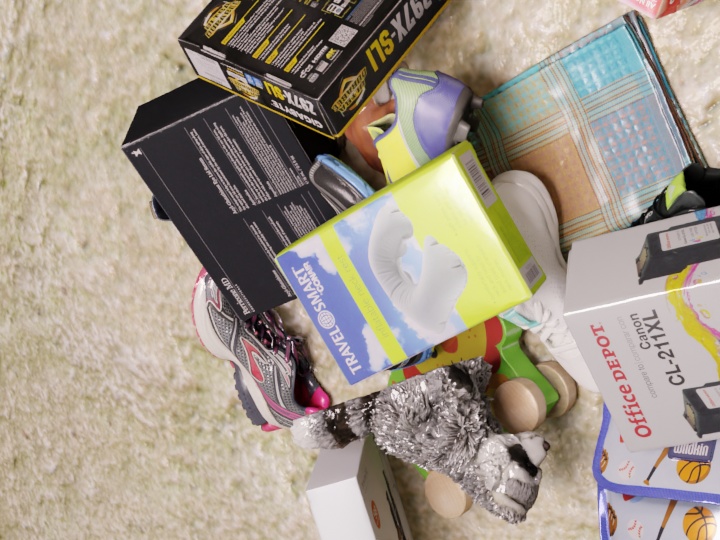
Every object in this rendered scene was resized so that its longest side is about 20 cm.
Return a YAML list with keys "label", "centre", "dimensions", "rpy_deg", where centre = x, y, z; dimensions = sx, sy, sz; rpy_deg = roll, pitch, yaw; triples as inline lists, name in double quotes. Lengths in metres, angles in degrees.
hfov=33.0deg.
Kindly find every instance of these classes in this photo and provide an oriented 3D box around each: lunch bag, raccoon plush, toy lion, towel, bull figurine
- label: "lunch bag"
  centre: [0.270, 0.178, 0.918]
  dimensions: [0.168, 0.123, 0.203]
  rpy_deg: [-2, 90, 39]
- label: "raccoon plush"
  centre: [0.055, 0.157, 0.986]
  dimensions: [0.198, 0.096, 0.136]
  rpy_deg: [-22, 80, 27]
- label: "toy lion"
  centre: [0.082, 0.087, 1.071]
  dimensions: [0.192, 0.068, 0.201]
  rpy_deg: [49, 130, 21]
- label: "towel"
  centre: [0.163, -0.093, 0.959]
  dimensions: [0.199, 0.022, 0.148]
  rpy_deg: [-25, 90, 41]
- label: "bull figurine"
  centre: [-0.008, -0.178, 1.026]
  dimensions: [0.201, 0.065, 0.121]
  rpy_deg: [53, 138, 3]

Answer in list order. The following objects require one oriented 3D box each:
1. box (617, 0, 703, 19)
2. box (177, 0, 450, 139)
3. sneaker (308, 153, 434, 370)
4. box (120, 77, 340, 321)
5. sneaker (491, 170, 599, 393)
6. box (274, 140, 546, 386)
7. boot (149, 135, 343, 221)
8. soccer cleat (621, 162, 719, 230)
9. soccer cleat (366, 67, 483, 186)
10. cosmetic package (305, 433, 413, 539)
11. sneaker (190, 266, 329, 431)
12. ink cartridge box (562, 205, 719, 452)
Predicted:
- label: "box"
  centre: [0.158, -0.267, 0.848]
  dimensions: [0.199, 0.094, 0.104]
  rpy_deg: [34, 126, 23]
- label: "box"
  centre: [-0.022, -0.212, 0.942]
  dimensions: [0.159, 0.201, 0.049]
  rpy_deg: [26, 160, 36]
- label: "sneaker"
  centre: [0.000, 0.000, 1.000]
  dimensions: [0.071, 0.082, 0.202]
  rpy_deg: [-129, 17, -65]
- label: "box"
  centre: [-0.091, -0.072, 1.051]
  dimensions: [0.140, 0.079, 0.201]
  rpy_deg: [-22, 121, 16]
- label: "sneaker"
  centre: [0.142, 0.026, 0.963]
  dimensions: [0.075, 0.089, 0.201]
  rpy_deg: [-21, 106, 41]
- label: "box"
  centre: [0.027, 0.002, 0.929]
  dimensions: [0.199, 0.048, 0.123]
  rpy_deg: [-29, 94, 30]
- label: "boot"
  centre: [-0.107, -0.087, 1.122]
  dimensions: [0.199, 0.097, 0.076]
  rpy_deg: [-23, 92, 41]
- label: "soccer cleat"
  centre: [0.231, -0.034, 0.881]
  dimensions: [0.199, 0.068, 0.081]
  rpy_deg: [-26, 131, 34]
- label: "soccer cleat"
  centre: [0.042, -0.090, 0.983]
  dimensions: [0.083, 0.065, 0.201]
  rpy_deg: [24, 147, 6]
- label: "cosmetic package"
  centre: [0.005, 0.228, 1.093]
  dimensions: [0.051, 0.200, 0.153]
  rpy_deg: [-18, 98, 7]
- label: "sneaker"
  centre: [-0.095, 0.067, 1.175]
  dimensions: [0.074, 0.081, 0.201]
  rpy_deg: [-7, 125, 34]
- label: "ink cartridge box"
  centre: [0.256, 0.036, 0.836]
  dimensions: [0.198, 0.083, 0.147]
  rpy_deg: [-15, 124, 27]
